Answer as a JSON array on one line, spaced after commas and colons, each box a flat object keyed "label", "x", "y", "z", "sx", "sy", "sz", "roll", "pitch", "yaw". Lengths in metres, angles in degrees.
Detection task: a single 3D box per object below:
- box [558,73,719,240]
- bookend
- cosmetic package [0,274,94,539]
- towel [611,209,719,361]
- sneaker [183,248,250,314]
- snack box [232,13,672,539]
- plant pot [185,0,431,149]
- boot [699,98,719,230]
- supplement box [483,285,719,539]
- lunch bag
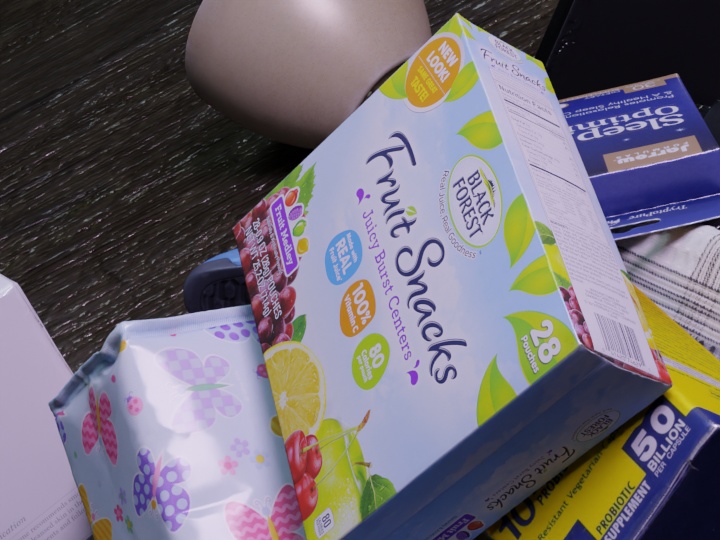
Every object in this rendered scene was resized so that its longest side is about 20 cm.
[{"label": "box", "x": 0.137, "y": -0.063, "z": 1.054, "sx": 0.121, "sy": 0.033, "sz": 0.200, "roll": -12, "pitch": 20, "yaw": 5}, {"label": "bookend", "x": 0.216, "y": -0.122, "z": 1.213, "sx": 0.199, "sy": 0.199, "sz": 0.092, "roll": 21, "pitch": 22, "yaw": -2}, {"label": "cosmetic package", "x": -0.249, "y": 0.095, "z": 1.172, "sx": 0.123, "sy": 0.200, "sz": 0.199, "roll": -37, "pitch": 28, "yaw": -18}, {"label": "towel", "x": 0.144, "y": 0.066, "z": 0.958, "sx": 0.193, "sy": 0.034, "sz": 0.200, "roll": -59, "pitch": 28, "yaw": 3}, {"label": "sneaker", "x": 0.000, "y": 0.000, "z": 1.066, "sx": 0.199, "sy": 0.066, "sz": 0.079, "roll": -5, "pitch": 36, "yaw": 3}, {"label": "snack box", "x": 0.033, "y": 0.013, "z": 0.842, "sx": 0.169, "sy": 0.068, "sz": 0.200, "roll": -41, "pitch": 46, "yaw": 29}, {"label": "plant pot", "x": -0.019, "y": -0.172, "z": 1.477, "sx": 0.200, "sy": 0.201, "sz": 0.134, "roll": -38, "pitch": 65, "yaw": -20}, {"label": "boot", "x": 0.281, "y": -0.084, "z": 1.115, "sx": 0.162, "sy": 0.073, "sz": 0.199, "roll": 4, "pitch": 55, "yaw": 35}, {"label": "supplement box", "x": 0.109, "y": 0.075, "z": 0.862, "sx": 0.109, "sy": 0.109, "sz": 0.200, "roll": -57, "pitch": 38, "yaw": 11}, {"label": "lunch bag", "x": -0.034, "y": 0.110, "z": 0.950, "sx": 0.199, "sy": 0.170, "sz": 0.127, "roll": -10, "pitch": -22, "yaw": -34}]
